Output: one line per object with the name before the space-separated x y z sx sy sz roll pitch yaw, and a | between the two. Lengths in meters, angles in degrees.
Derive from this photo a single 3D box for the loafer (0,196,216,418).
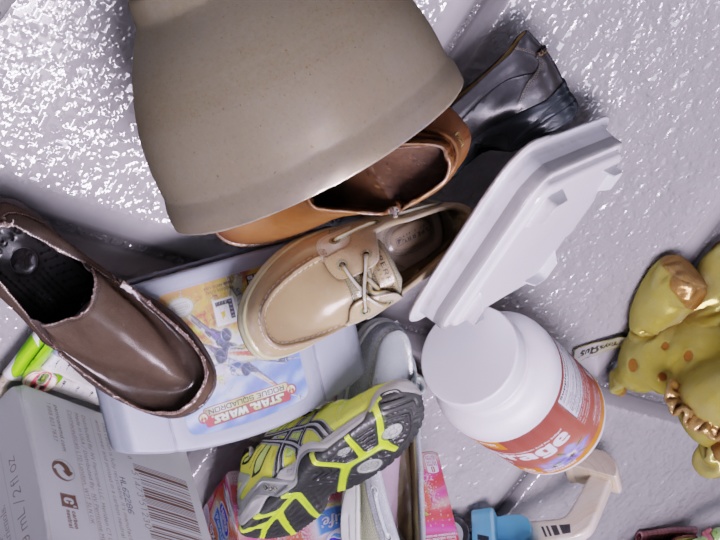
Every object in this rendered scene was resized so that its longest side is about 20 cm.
loafer | -0.180 0.033 0.795 0.200 0.071 0.073 37 88 -14

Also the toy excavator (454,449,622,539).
toy excavator | 0.172 0.283 1.240 0.199 0.195 0.100 -9 136 13

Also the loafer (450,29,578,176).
loafer | 0.057 -0.105 0.898 0.200 0.073 0.072 -28 103 -1

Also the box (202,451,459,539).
box | -0.027 0.225 1.056 0.199 0.096 0.100 -2 151 -23

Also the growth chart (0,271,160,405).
growth chart | -0.162 0.061 0.928 0.200 0.018 0.145 22 111 -42

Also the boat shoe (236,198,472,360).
boat shoe | 0.000 0.000 0.871 0.200 0.065 0.072 -30 107 -33

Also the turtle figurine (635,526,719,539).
turtle figurine | 0.424 0.368 1.423 0.199 0.145 0.194 -7 169 31

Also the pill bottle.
pill bottle | 0.131 0.102 1.048 0.112 0.112 0.200 -43 145 7

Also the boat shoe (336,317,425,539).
boat shoe | 0.025 0.140 0.972 0.074 0.065 0.203 3 90 -49

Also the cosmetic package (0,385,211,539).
cosmetic package | -0.234 0.227 0.902 0.200 0.168 0.166 -45 135 18

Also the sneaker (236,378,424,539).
sneaker | -0.034 0.131 0.931 0.075 0.077 0.200 19 133 -43

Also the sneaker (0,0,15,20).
sneaker | -0.190 -0.192 0.656 0.075 0.082 0.200 23 112 -41

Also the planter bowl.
planter bowl | -0.055 -0.130 0.731 0.200 0.200 0.135 -29 109 -7

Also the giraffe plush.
giraffe plush | 0.327 0.092 1.141 0.200 0.162 0.173 -29 135 -7

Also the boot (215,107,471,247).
boot | -0.024 -0.057 0.797 0.199 0.155 0.074 -26 103 12

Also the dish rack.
dish rack | 0.130 -0.032 0.936 0.200 0.044 0.172 -25 151 -56

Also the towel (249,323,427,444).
towel | -0.035 0.101 1.016 0.133 0.035 0.200 -43 141 8

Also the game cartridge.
game cartridge | -0.096 0.056 0.888 0.199 0.042 0.134 -17 98 -21
